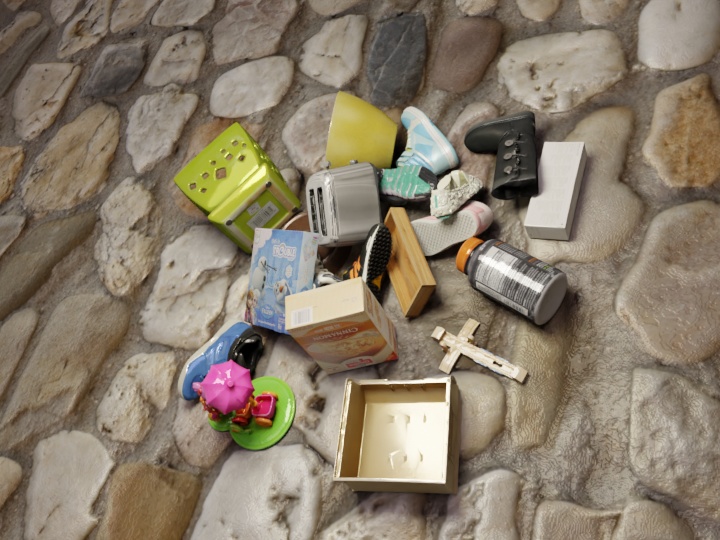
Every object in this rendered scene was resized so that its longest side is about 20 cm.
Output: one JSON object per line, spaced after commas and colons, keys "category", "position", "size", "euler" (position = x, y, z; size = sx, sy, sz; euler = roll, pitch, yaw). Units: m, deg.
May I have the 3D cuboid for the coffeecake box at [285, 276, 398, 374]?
{"category": "coffeecake box", "position": [-0.032, 0.108, 1.394], "size": [0.151, 0.200, 0.074], "euler": [-15, 55, 15]}

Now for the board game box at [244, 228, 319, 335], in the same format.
{"category": "board game box", "position": [-0.163, 0.019, 1.508], "size": [0.199, 0.043, 0.202], "euler": [7, 89, 54]}

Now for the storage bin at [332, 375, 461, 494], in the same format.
{"category": "storage bin", "position": [0.071, 0.283, 1.309], "size": [0.197, 0.094, 0.201], "euler": [-5, 59, 21]}

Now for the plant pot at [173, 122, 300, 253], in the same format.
{"category": "plant pot", "position": [-0.261, -0.169, 1.666], "size": [0.200, 0.199, 0.182], "euler": [-43, 55, 0]}

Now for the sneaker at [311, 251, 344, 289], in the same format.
{"category": "sneaker", "position": [-0.079, 0.010, 1.497], "size": [0.129, 0.079, 0.202], "euler": [-26, 63, 49]}

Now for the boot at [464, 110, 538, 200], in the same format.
{"category": "boot", "position": [0.283, -0.222, 1.520], "size": [0.163, 0.066, 0.202], "euler": [-18, 49, 31]}

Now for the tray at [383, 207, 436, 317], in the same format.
{"category": "tray", "position": [0.088, -0.018, 1.485], "size": [0.036, 0.099, 0.202], "euler": [-1, 50, -24]}

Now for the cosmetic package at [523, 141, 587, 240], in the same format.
{"category": "cosmetic package", "position": [0.386, -0.158, 1.466], "size": [0.081, 0.051, 0.202], "euler": [5, 62, 31]}

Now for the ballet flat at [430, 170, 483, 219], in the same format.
{"category": "ballet flat", "position": [0.191, -0.163, 1.480], "size": [0.071, 0.073, 0.200], "euler": [5, 24, 26]}

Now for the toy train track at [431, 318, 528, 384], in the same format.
{"category": "toy train track", "position": [0.213, 0.150, 1.365], "size": [0.198, 0.033, 0.115], "euler": [25, 73, 32]}

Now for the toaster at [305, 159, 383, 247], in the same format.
{"category": "toaster", "position": [-0.033, -0.124, 1.528], "size": [0.113, 0.128, 0.203], "euler": [2, 100, 59]}

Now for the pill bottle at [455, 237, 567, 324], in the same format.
{"category": "pill bottle", "position": [0.272, 0.009, 1.380], "size": [0.199, 0.106, 0.107], "euler": [32, 76, 35]}

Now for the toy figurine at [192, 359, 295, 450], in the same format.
{"category": "toy figurine", "position": [-0.249, 0.238, 1.421], "size": [0.197, 0.184, 0.152], "euler": [-2, 59, 23]}

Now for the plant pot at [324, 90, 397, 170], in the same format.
{"category": "plant pot", "position": [0.006, -0.280, 1.643], "size": [0.140, 0.201, 0.203], "euler": [11, 62, 2]}

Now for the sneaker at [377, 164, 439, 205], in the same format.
{"category": "sneaker", "position": [0.098, -0.171, 1.560], "size": [0.198, 0.087, 0.075], "euler": [13, 73, 43]}

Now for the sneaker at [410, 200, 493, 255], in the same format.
{"category": "sneaker", "position": [0.180, -0.087, 1.509], "size": [0.199, 0.076, 0.104], "euler": [-15, 9, 43]}

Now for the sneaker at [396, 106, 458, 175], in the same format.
{"category": "sneaker", "position": [0.113, -0.270, 1.639], "size": [0.130, 0.080, 0.201], "euler": [-35, 52, -1]}

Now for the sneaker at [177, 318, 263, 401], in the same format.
{"category": "sneaker", "position": [-0.281, 0.196, 1.527], "size": [0.111, 0.077, 0.200], "euler": [24, 66, 43]}

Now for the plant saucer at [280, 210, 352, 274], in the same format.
{"category": "plant saucer", "position": [-0.113, -0.059, 1.638], "size": [0.197, 0.035, 0.203], "euler": [-12, 56, 18]}

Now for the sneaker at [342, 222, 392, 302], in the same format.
{"category": "sneaker", "position": [0.000, 0.000, 1.496], "size": [0.089, 0.070, 0.203], "euler": [13, 93, 39]}
